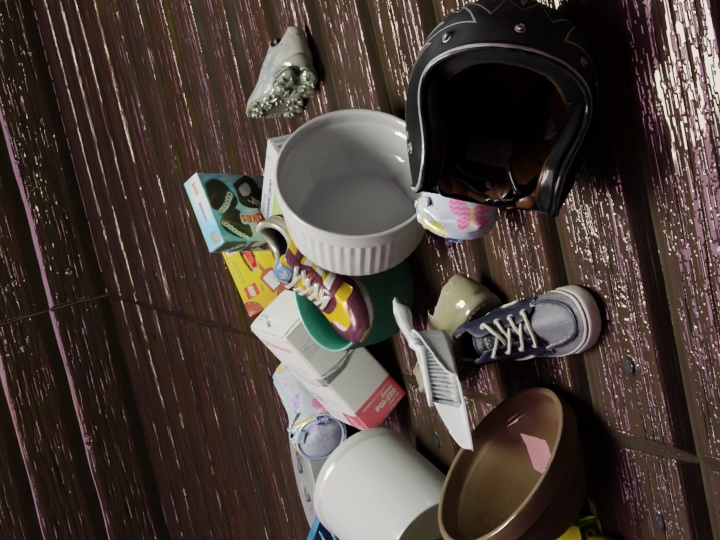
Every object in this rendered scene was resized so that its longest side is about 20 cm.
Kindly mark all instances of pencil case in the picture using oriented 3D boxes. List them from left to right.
[{"bbox_3d":[-0.081,0.213,2.025,0.200,0.090,0.084,-114,19,-60],"label":"pencil case"},{"bbox_3d":[0.107,-0.134,1.387,0.083,0.090,0.202,-62,-23,-55],"label":"pencil case"}]

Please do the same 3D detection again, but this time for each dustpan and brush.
[{"bbox_3d":[0.078,0.099,1.493,0.201,0.057,0.140,-101,-2,-45],"label":"dustpan and brush"}]

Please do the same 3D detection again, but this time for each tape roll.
[{"bbox_3d":[-0.062,0.332,2.101,0.200,0.066,0.202,168,90,-77],"label":"tape roll"}]

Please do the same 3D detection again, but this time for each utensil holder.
[{"bbox_3d":[0.054,0.332,1.746,0.200,0.169,0.171,34,135,55],"label":"utensil holder"}]

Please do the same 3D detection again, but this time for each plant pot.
[{"bbox_3d":[0.183,0.237,1.423,0.092,0.202,0.201,36,166,-19],"label":"plant pot"}]

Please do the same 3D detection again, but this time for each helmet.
[{"bbox_3d":[0.132,-0.156,1.204,0.200,0.198,0.193,19,100,63],"label":"helmet"}]

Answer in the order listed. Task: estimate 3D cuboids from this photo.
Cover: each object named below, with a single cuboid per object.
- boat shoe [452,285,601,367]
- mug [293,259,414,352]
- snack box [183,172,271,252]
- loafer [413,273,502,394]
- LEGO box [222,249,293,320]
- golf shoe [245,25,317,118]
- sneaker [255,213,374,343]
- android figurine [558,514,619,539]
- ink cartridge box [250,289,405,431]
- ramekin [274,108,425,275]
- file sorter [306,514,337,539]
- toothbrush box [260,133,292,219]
[{"bbox_3d":[0.173,0.069,1.383,0.200,0.092,0.075,-31,77,67],"label":"boat shoe"},{"bbox_3d":[0.004,0.010,1.697,0.152,0.114,0.186,49,133,33],"label":"mug"},{"bbox_3d":[-0.167,-0.087,1.948,0.037,0.199,0.117,-34,71,34],"label":"snack box"},{"bbox_3d":[0.113,0.076,1.565,0.069,0.075,0.201,61,145,30],"label":"loafer"},{"bbox_3d":[-0.158,-0.009,2.049,0.201,0.077,0.149,64,-175,22],"label":"LEGO box"},{"bbox_3d":[-0.113,-0.283,1.869,0.200,0.078,0.098,149,120,-61],"label":"golf shoe"},{"bbox_3d":[-0.061,0.013,1.614,0.201,0.090,0.075,57,136,27],"label":"sneaker"},{"bbox_3d":[0.242,0.341,1.480,0.200,0.041,0.184,-8,98,66],"label":"android figurine"},{"bbox_3d":[-0.048,0.128,1.846,0.200,0.085,0.145,47,165,-21],"label":"ink cartridge box"},{"bbox_3d":[-0.004,-0.089,1.570,0.201,0.199,0.105,59,163,31],"label":"ramekin"},{"bbox_3d":[0.005,0.432,1.971,0.123,0.138,0.201,57,153,26],"label":"file sorter"},{"bbox_3d":[-0.064,-0.080,1.844,0.201,0.085,0.146,56,151,35],"label":"toothbrush box"}]
